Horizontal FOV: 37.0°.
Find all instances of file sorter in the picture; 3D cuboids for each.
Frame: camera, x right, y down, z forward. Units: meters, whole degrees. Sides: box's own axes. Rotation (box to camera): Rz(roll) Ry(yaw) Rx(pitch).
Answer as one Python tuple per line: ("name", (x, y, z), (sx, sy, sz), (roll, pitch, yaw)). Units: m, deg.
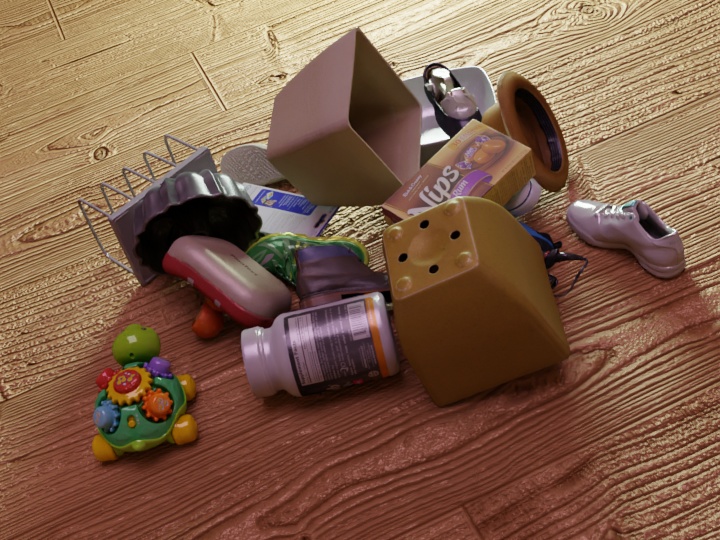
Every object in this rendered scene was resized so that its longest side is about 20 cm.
("file sorter", (-0.333, -0.104, 1.737), (0.124, 0.139, 0.200), (25, 56, 38))

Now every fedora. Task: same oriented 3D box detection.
("fedora", (0.245, -0.204, 1.664), (0.082, 0.201, 0.201), (-24, 34, 35))

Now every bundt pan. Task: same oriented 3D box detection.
("bundt pan", (-0.254, -0.079, 1.630), (0.201, 0.202, 0.076), (-19, 60, -5))

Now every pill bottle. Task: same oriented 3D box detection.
("pill bottle", (-0.053, 0.105, 1.453), (0.199, 0.117, 0.117), (-13, 42, 3))

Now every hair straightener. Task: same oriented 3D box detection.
("hair straightener", (0.224, 0.011, 1.508), (0.199, 0.077, 0.041), (-9, 17, 27))

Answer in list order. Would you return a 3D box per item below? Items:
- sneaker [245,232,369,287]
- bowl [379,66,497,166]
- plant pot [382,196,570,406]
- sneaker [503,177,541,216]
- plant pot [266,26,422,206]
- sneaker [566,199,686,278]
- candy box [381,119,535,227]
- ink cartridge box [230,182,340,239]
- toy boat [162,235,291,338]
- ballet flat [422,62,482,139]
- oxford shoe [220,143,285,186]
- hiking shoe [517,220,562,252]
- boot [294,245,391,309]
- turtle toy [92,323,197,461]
("sneaker", (-0.088, -0.009, 1.611), (0.199, 0.074, 0.084), (-3, 40, 13))
("bowl", (0.131, -0.249, 1.801), (0.199, 0.075, 0.201), (-11, 44, 4))
("plant pot", (0.126, 0.021, 1.373), (0.193, 0.200, 0.196), (-23, 50, 17))
("sneaker", (0.187, -0.132, 1.610), (0.200, 0.071, 0.073), (27, 90, 57))
("plant pot", (-0.032, -0.212, 1.656), (0.176, 0.200, 0.201), (-17, 50, 29))
("sneaker", (0.378, -0.071, 1.532), (0.075, 0.089, 0.200), (-39, 47, -22))
("candy box", (0.140, -0.115, 1.531), (0.200, 0.057, 0.117), (-42, 52, -17))
("ink cartridge box", (-0.129, -0.082, 1.728), (0.199, 0.039, 0.100), (14, 49, 30))
("toy boat", (-0.207, 0.039, 1.571), (0.200, 0.130, 0.131), (37, 106, 16))
("ballet flat", (0.145, -0.271, 1.716), (0.073, 0.073, 0.200), (-19, 43, -4))
("oxford shoe", (-0.145, -0.182, 1.828), (0.199, 0.076, 0.058), (-6, 1, 21))
("hiking shoe", (0.187, -0.045, 1.575), (0.199, 0.075, 0.087), (24, 36, 17))
("boot", (0.000, 0.000, 1.536), (0.199, 0.075, 0.097), (-11, 75, -20))
("turtle toy", (-0.304, 0.163, 1.472), (0.145, 0.101, 0.201), (-14, 43, 2))
